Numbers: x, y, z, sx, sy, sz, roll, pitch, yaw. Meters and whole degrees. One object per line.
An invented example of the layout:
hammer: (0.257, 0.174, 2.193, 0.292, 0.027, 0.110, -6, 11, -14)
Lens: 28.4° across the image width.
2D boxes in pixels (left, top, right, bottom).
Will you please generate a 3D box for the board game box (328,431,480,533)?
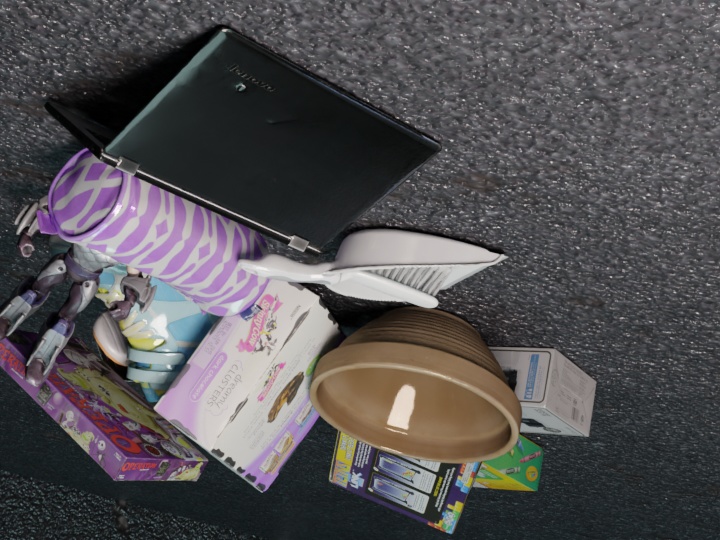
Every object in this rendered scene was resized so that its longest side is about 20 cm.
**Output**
board game box: (0.056, 0.210, 1.635, 0.165, 0.057, 0.200, 23, 146, 8)

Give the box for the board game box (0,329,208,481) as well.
board game box: (-0.240, 0.121, 1.289, 0.200, 0.032, 0.120, 38, -164, 29)

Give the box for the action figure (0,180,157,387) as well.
action figure: (-0.240, 0.005, 1.200, 0.130, 0.069, 0.200, 39, 123, -4)

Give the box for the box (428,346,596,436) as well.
box: (0.125, 0.121, 1.449, 0.199, 0.060, 0.117, -1, 159, 34)

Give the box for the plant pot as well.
plant pot: (0.058, 0.098, 1.333, 0.200, 0.093, 0.201, 12, 151, 7)

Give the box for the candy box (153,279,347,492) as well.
candy box: (-0.091, 0.104, 1.339, 0.071, 0.168, 0.200, 32, 169, 20)

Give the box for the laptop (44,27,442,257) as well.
laptop: (-0.086, -0.098, 0.980, 0.187, 0.116, 0.200, 25, -173, -35)

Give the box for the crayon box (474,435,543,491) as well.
crayon box: (0.130, 0.219, 1.757, 0.118, 0.059, 0.200, -1, 159, 33)

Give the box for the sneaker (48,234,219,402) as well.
sneaker: (-0.204, 0.046, 1.291, 0.199, 0.131, 0.079, 22, 176, -29)

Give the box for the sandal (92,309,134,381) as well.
sandal: (-0.240, 0.074, 1.423, 0.059, 0.079, 0.207, -35, 173, 8)

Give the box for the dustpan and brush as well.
dustpan and brush: (0.000, 0.000, 1.146, 0.199, 0.058, 0.140, 17, 162, -17)

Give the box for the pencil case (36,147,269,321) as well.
pencil case: (-0.154, -0.027, 1.116, 0.085, 0.084, 0.200, -30, 144, 19)
